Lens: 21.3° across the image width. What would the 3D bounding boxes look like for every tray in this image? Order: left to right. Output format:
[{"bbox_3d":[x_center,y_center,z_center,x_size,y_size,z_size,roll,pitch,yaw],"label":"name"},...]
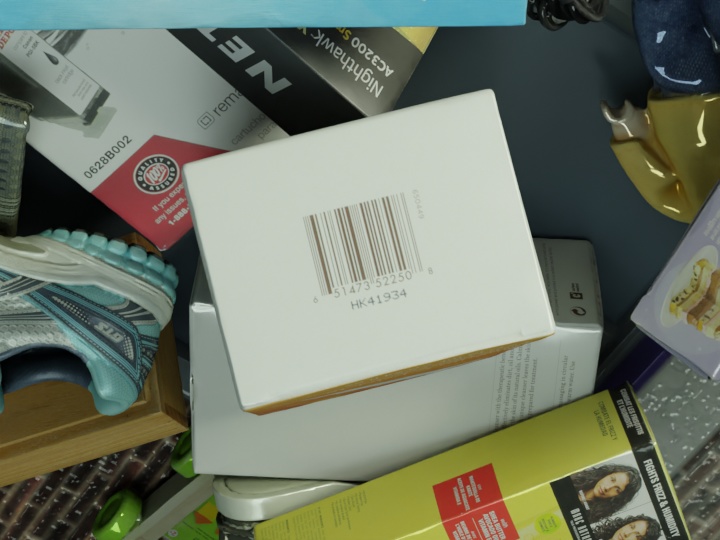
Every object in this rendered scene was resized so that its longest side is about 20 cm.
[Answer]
[{"bbox_3d":[-0.191,0.059,0.971,0.199,0.099,0.037,-17,155,12],"label":"tray"}]

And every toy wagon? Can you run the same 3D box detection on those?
[{"bbox_3d":[-0.076,0.169,1.075,0.155,0.040,0.200,39,117,-20],"label":"toy wagon"}]

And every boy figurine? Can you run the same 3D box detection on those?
[{"bbox_3d":[0.180,-0.068,0.898,0.124,0.065,0.200,-14,122,11],"label":"boy figurine"}]

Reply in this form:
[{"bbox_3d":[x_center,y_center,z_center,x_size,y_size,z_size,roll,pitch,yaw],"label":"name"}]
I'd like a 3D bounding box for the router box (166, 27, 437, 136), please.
[{"bbox_3d":[-0.043,-0.171,0.785,0.200,0.157,0.052,39,150,-21],"label":"router box"}]

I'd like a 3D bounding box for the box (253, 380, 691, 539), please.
[{"bbox_3d":[0.053,0.128,0.929,0.199,0.050,0.075,-20,125,5],"label":"box"}]

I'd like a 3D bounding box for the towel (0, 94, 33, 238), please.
[{"bbox_3d":[-0.249,-0.061,0.885,0.192,0.035,0.200,14,158,-9],"label":"towel"}]

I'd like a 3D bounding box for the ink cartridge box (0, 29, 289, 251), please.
[{"bbox_3d":[-0.113,-0.128,0.858,0.200,0.083,0.147,39,117,-21],"label":"ink cartridge box"}]

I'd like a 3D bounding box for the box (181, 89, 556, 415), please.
[{"bbox_3d":[0.000,0.000,0.805,0.124,0.200,0.098,-14,86,-2],"label":"box"}]

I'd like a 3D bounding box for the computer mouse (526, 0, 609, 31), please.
[{"bbox_3d":[0.047,-0.190,0.785,0.046,0.141,0.200,-19,121,30],"label":"computer mouse"}]

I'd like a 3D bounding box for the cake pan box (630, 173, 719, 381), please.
[{"bbox_3d":[0.221,-0.044,0.831,0.052,0.184,0.200,38,106,26],"label":"cake pan box"}]

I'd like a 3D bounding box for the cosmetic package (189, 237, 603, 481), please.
[{"bbox_3d":[0.016,0.043,0.963,0.199,0.085,0.108,5,123,0],"label":"cosmetic package"}]

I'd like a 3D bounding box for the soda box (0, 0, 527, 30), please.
[{"bbox_3d":[-0.041,-0.130,0.687,0.199,0.064,0.068,-2,121,-9],"label":"soda box"}]

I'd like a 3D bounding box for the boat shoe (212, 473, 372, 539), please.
[{"bbox_3d":[0.023,0.123,1.001,0.201,0.072,0.060,-7,107,-13],"label":"boat shoe"}]

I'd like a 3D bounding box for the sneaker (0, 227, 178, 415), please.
[{"bbox_3d":[-0.189,0.019,0.892,0.199,0.087,0.078,8,159,-1],"label":"sneaker"}]
